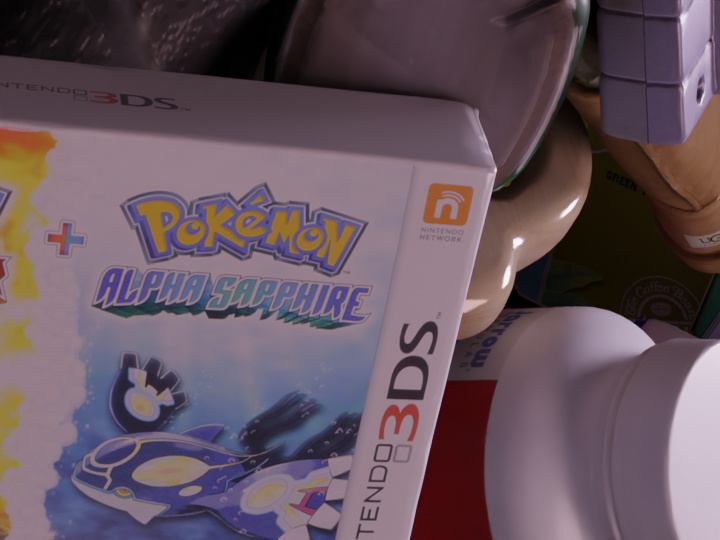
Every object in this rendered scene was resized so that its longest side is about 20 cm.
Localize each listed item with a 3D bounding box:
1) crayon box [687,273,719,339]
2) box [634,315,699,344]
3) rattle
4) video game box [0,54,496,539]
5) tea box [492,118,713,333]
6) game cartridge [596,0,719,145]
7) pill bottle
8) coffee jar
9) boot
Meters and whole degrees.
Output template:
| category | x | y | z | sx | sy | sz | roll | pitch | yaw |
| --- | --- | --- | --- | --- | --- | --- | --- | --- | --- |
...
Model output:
| category | x | y | z | sx | sy | sz | roll | pitch | yaw |
| --- | --- | --- | --- | --- | --- | --- | --- | --- | --- |
| crayon box | 0.227 | -0.042 | 0.968 | 0.172 | 0.058 | 0.201 | 2 | 112 | -61 |
| box | 0.124 | 0.149 | 0.923 | 0.184 | 0.105 | 0.200 | -52 | 150 | -13 |
| rattle | 0.000 | 0.000 | 0.784 | 0.143 | 0.130 | 0.201 | -40 | -148 | 40 |
| video game box | -0.077 | 0.033 | 0.608 | 0.047 | 0.199 | 0.183 | -109 | -153 | -60 |
| tea box | 0.153 | -0.036 | 1.057 | 0.200 | 0.133 | 0.198 | -30 | 139 | -50 |
| game cartridge | 0.115 | -0.142 | 0.671 | 0.200 | 0.038 | 0.130 | -53 | 149 | -48 |
| pill bottle | 0.046 | 0.070 | 0.799 | 0.112 | 0.199 | 0.113 | 6 | 82 | -52 |
| coffee jar | 0.022 | -0.124 | 0.667 | 0.105 | 0.085 | 0.201 | 110 | -12 | -47 |
| boot | 0.099 | -0.102 | 0.816 | 0.066 | 0.176 | 0.200 | -26 | 154 | 12 |
